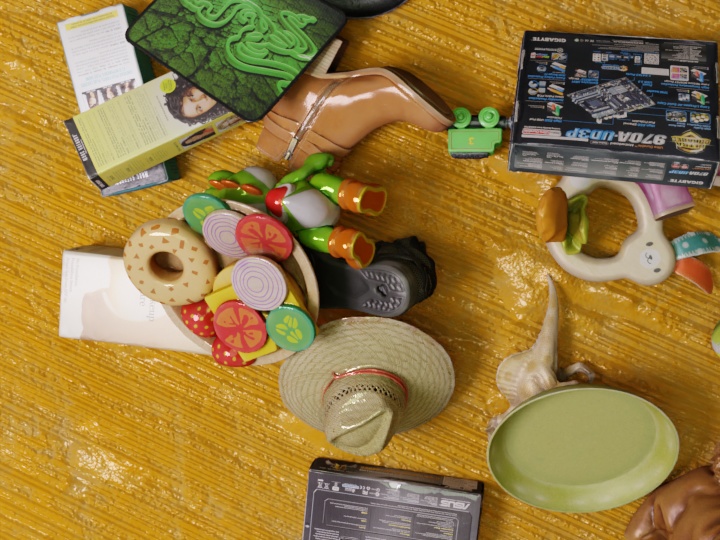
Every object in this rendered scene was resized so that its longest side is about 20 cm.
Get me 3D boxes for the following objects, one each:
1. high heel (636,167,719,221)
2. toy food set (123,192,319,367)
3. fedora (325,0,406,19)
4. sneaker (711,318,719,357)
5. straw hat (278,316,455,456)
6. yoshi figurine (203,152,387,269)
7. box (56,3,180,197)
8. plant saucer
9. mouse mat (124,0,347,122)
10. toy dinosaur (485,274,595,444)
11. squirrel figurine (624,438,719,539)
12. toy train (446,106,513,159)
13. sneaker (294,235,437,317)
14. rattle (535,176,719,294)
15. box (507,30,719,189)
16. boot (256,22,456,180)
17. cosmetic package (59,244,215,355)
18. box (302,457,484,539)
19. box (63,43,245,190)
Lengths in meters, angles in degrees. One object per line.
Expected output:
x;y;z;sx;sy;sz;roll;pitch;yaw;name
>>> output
0.373;-0.123;1.016;0.200;0.067;0.096;-18;79;1;high heel
-0.134;0.014;1.018;0.198;0.049;0.200;-22;106;30;toy food set
-0.019;-0.363;1.034;0.200;0.092;0.201;1;97;9;fedora
0.461;0.030;1.026;0.105;0.076;0.200;34;108;-9;sneaker
0.004;0.149;1.055;0.201;0.085;0.201;2;130;3;straw hat
-0.068;-0.064;1.047;0.200;0.112;0.112;14;134;27;yoshi figurine
-0.271;-0.190;1.118;0.082;0.049;0.200;-12;95;10;box
0.234;0.185;1.055;0.199;0.031;0.200;2;129;2;plant saucer
-0.134;-0.259;1.051;0.200;0.008;0.161;35;77;18;mouse mat
0.201;0.114;1.077;0.101;0.058;0.200;23;100;7;toy dinosaur
0.381;0.263;1.001;0.141;0.187;0.200;31;100;4;squirrel figurine
0.187;-0.144;1.052;0.199;0.042;0.057;1;86;9;toy train
0.000;0.000;1.094;0.199;0.114;0.076;9;105;36;sneaker
0.282;-0.035;1.009;0.200;0.143;0.130;33;82;10;rattle
0.255;-0.165;0.994;0.200;0.046;0.159;6;58;9;box
-0.009;-0.155;1.071;0.200;0.074;0.155;32;108;15;boot
-0.234;0.033;1.129;0.200;0.071;0.105;5;98;8;cosmetic package
0.034;0.308;1.132;0.200;0.048;0.159;6;99;8;box
-0.208;-0.164;1.060;0.200;0.050;0.075;-27;80;-3;box
